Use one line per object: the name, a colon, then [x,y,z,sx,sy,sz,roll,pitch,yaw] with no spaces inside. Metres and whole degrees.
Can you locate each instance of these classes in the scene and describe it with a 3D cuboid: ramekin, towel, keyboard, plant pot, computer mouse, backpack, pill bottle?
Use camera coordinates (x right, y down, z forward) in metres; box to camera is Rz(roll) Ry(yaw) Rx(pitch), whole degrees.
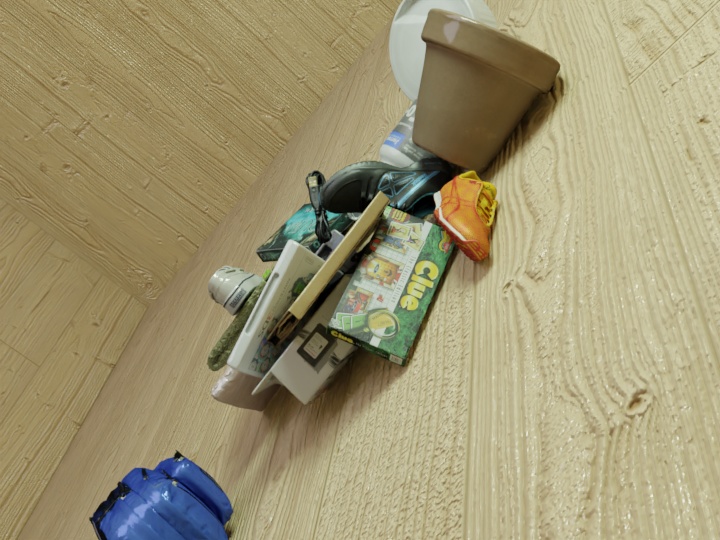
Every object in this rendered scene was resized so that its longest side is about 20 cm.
ramekin: [0.149,-0.383,1.493,0.093,0.206,0.202,-14,-17,-43]
towel: [-0.154,0.056,1.315,0.201,0.036,0.149,-52,2,25]
keyboard: [0.000,0.000,1.250,0.200,0.020,0.128,-43,-15,-43]
plant pot: [0.150,-0.237,1.200,0.201,0.196,0.178,-112,44,-73]
computer mouse: [-0.001,-0.106,1.376,0.197,0.112,0.044,-9,-14,-37]
towel: [-0.130,0.119,1.322,0.202,0.032,0.191,-54,-17,-4]
backpack: [-0.257,0.336,1.156,0.169,0.162,0.199,-53,14,-15]
pill bottle: [0.099,-0.187,1.333,0.202,0.113,0.114,-54,15,-3]

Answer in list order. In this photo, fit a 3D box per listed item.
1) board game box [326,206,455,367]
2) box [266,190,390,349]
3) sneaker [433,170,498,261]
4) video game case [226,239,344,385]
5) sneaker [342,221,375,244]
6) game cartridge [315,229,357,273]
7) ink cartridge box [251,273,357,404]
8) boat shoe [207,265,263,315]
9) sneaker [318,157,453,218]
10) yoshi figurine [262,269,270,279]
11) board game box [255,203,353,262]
board game box: [0.043,0.014,1.083,0.024,0.103,0.202,103,-169,-56]
box: [-0.044,0.003,1.131,0.201,0.021,0.164,-54,2,-23]
sneaker: [0.133,-0.076,1.072,0.077,0.073,0.201,-37,22,16]
video game case: [-0.092,0.069,1.229,0.185,0.023,0.200,-63,-26,-4]
sneaker: [0.006,-0.110,1.552,0.201,0.067,0.090,-48,8,18]
game cartridge: [-0.078,0.037,1.410,0.201,0.038,0.130,-53,-21,-3]
ink cartridge box: [-0.047,0.102,1.157,0.201,0.066,0.116,-51,-7,8]
boat shoe: [-0.196,0.026,1.330,0.072,0.065,0.200,-52,3,3]
sneaker: [0.039,-0.106,1.229,0.074,0.195,0.083,81,179,-53]
yoshi figurine: [-0.129,0.053,1.530,0.202,0.111,0.112,-58,0,-11]
board game box: [-0.086,-0.069,1.485,0.135,0.028,0.198,-46,21,-25]
